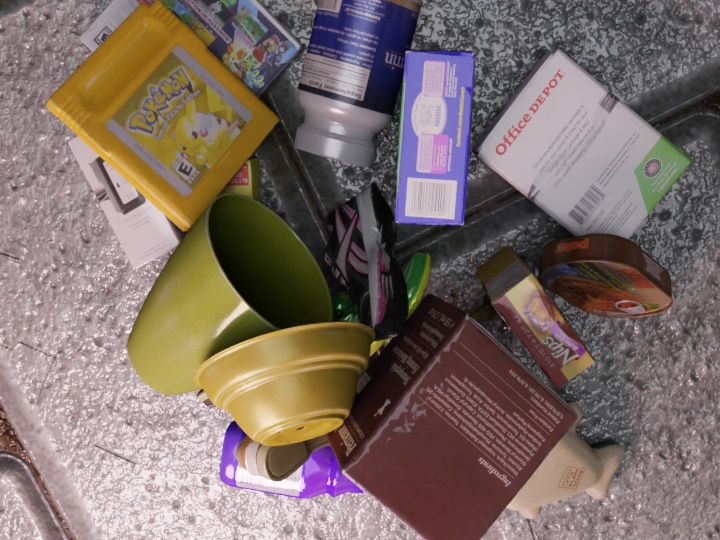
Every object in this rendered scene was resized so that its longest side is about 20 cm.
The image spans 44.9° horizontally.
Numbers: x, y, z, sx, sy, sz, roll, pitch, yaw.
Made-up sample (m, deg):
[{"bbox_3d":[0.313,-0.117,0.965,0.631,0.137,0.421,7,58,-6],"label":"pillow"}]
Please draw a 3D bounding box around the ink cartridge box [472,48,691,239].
[{"bbox_3d":[0.248,-0.133,1.001,0.199,0.084,0.146,38,100,-5],"label":"ink cartridge box"}]

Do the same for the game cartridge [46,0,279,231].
[{"bbox_3d":[-0.212,-0.175,0.965,0.200,0.032,0.177,43,68,-17],"label":"game cartridge"}]

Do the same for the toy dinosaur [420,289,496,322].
[{"bbox_3d":[0.095,0.096,1.029,0.100,0.058,0.202,32,75,1],"label":"toy dinosaur"}]

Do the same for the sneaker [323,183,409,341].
[{"bbox_3d":[0.000,0.000,1.013,0.085,0.202,0.080,-21,137,20],"label":"sneaker"}]

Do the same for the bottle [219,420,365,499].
[{"bbox_3d":[-0.076,0.243,1.097,0.196,0.065,0.085,8,96,1],"label":"bottle"}]

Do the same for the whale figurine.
[{"bbox_3d":[0.227,0.226,1.074,0.197,0.104,0.161,12,106,-23],"label":"whale figurine"}]

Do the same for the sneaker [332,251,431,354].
[{"bbox_3d":[0.008,0.048,1.053,0.084,0.074,0.200,43,100,-9],"label":"sneaker"}]

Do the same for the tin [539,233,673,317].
[{"bbox_3d":[0.279,0.008,0.982,0.111,0.199,0.043,-6,68,39],"label":"tin"}]

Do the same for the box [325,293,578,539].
[{"bbox_3d":[0.088,0.161,0.932,0.164,0.166,0.201,41,88,-12],"label":"box"}]

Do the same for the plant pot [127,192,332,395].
[{"bbox_3d":[-0.164,0.050,0.975,0.199,0.187,0.188,-38,96,25],"label":"plant pot"}]

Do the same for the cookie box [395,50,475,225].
[{"bbox_3d":[0.080,-0.146,0.951,0.074,0.200,0.174,4,100,4],"label":"cookie box"}]

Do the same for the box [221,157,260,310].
[{"bbox_3d":[-0.157,-0.034,1.060,0.074,0.050,0.204,0,100,4],"label":"box"}]

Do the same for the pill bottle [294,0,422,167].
[{"bbox_3d":[-0.008,-0.227,0.985,0.114,0.116,0.203,15,101,0],"label":"pill bottle"}]

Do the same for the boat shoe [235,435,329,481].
[{"bbox_3d":[-0.065,0.181,1.045,0.068,0.199,0.076,4,108,42],"label":"boat shoe"}]

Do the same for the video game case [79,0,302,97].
[{"bbox_3d":[-0.199,-0.268,1.028,0.200,0.023,0.182,44,94,-4],"label":"video game case"}]

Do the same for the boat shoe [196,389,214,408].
[{"bbox_3d":[-0.115,0.133,1.058,0.199,0.072,0.067,-29,99,27],"label":"boat shoe"}]

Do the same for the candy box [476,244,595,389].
[{"bbox_3d":[0.191,0.046,0.978,0.056,0.200,0.117,-36,97,9],"label":"candy box"}]

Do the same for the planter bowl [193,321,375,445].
[{"bbox_3d":[-0.070,0.130,0.907,0.197,0.201,0.085,-17,70,6],"label":"planter bowl"}]

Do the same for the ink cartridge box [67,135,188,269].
[{"bbox_3d":[-0.267,-0.113,1.020,0.067,0.116,0.202,-25,97,7],"label":"ink cartridge box"}]
